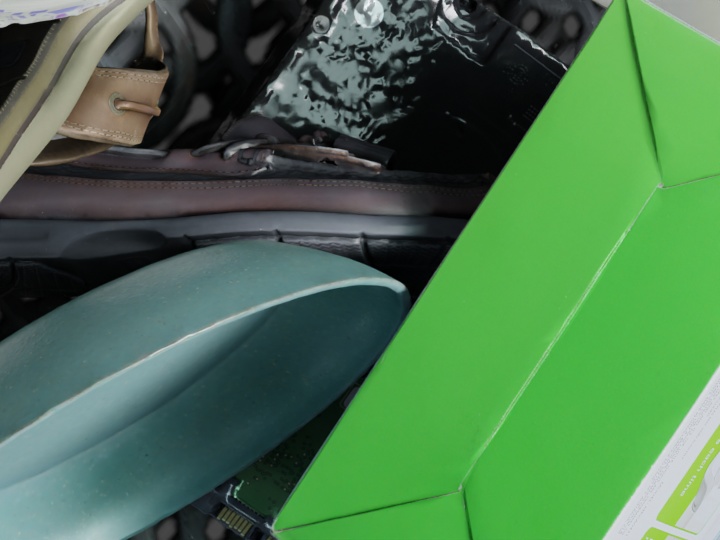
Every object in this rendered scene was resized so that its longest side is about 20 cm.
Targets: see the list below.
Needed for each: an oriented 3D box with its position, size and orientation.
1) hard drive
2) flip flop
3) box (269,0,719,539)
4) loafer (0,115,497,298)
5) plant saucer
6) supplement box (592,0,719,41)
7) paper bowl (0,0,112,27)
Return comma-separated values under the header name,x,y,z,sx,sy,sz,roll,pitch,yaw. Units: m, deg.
name,x,y,z,sx,sy,sz,roll,pitch,yaw
hard drive,0.000,0.000,0.926,0.140,0.038,0.200,35,88,-13
flip flop,-0.097,-0.051,0.816,0.058,0.081,0.200,61,39,-27
box,0.090,0.036,0.855,0.200,0.097,0.176,-57,158,3
loafer,-0.050,-0.028,0.859,0.072,0.200,0.063,58,31,-73
plant saucer,-0.079,0.045,0.812,0.200,0.200,0.036,-21,72,-35
supplement box,0.189,-0.124,0.926,0.200,0.126,0.074,-31,144,-47
paper bowl,-0.124,-0.159,0.786,0.200,0.104,0.201,8,57,-12
